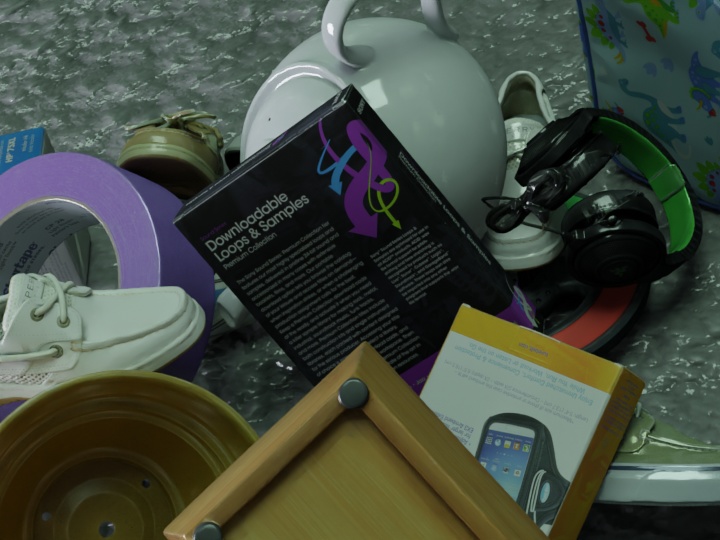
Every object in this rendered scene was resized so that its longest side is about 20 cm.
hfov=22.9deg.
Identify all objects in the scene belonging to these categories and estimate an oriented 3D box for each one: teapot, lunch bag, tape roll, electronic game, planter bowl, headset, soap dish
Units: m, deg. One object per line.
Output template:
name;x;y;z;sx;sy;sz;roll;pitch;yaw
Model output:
teapot;-0.009;-0.080;1.169;0.197;0.200;0.146;-17;-10;42
lunch bag;0.230;-0.146;1.231;0.161;0.200;0.082;22;53;38
tape roll;-0.198;0.024;1.208;0.200;0.066;0.200;-9;72;29
electronic game;0.100;0.010;1.220;0.200;0.042;0.200;-10;40;8
planter bowl;-0.148;0.159;1.066;0.200;0.201;0.083;-29;7;-15
headset;0.156;-0.052;1.147;0.200;0.094;0.124;-14;69;-44
soap dish;0.010;0.161;0.956;0.157;0.081;0.200;-43;78;-1

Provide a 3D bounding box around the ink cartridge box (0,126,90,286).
ink cartridge box;-0.319;-0.027;1.348;0.200;0.116;0.067;-11;41;5

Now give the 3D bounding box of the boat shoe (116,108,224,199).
boat shoe;-0.137;-0.090;1.310;0.073;0.063;0.200;7;-3;0

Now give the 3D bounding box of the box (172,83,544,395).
box;0.000;0.000;1.112;0.143;0.200;0.036;-33;19;23

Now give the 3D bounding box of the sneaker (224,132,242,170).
sneaker;-0.007;-0.096;1.354;0.200;0.073;0.085;13;51;33

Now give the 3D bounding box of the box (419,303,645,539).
box;0.072;0.131;1.037;0.119;0.041;0.200;22;86;37

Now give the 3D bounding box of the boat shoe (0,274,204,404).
boat shoe;-0.197;0.036;1.081;0.200;0.069;0.071;-13;29;1

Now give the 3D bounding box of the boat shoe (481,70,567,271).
boat shoe;0.107;-0.075;1.241;0.071;0.069;0.200;-4;34;6

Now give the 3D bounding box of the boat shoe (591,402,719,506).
boat shoe;0.147;0.107;1.056;0.200;0.072;0.062;1;85;22

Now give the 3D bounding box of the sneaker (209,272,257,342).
sneaker;-0.072;-0.001;1.269;0.200;0.073;0.072;-22;38;-9
